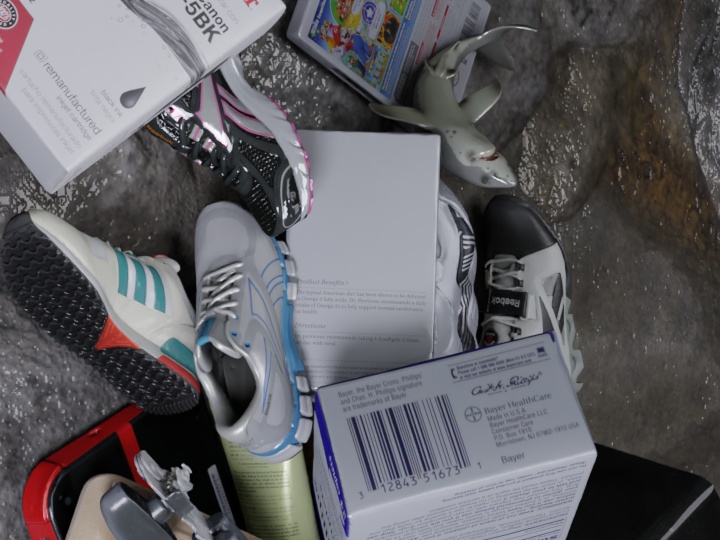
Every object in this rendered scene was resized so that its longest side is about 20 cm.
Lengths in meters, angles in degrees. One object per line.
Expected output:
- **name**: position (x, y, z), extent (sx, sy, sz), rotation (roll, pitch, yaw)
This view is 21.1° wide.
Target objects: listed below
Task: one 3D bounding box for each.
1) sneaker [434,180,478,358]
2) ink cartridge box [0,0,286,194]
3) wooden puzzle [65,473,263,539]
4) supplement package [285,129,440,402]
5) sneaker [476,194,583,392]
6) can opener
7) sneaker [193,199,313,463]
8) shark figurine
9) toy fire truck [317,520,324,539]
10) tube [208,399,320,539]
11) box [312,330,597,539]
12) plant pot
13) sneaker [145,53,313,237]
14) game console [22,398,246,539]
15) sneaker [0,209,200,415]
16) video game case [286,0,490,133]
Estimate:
- **sneaker**: position (0.038, 0.023, 1.596), extent (0.115, 0.075, 0.201), rotation (-19, 107, -45)
- **ink cartridge box**: position (-0.174, -0.173, 1.326), extent (0.200, 0.083, 0.147), rotation (-40, 95, -19)
- **wooden puzzle**: position (-0.148, 0.263, 1.399), extent (0.200, 0.046, 0.186), rotation (29, 70, -36)
- **supplement package**: position (0.000, 0.000, 1.493), extent (0.116, 0.117, 0.201), rotation (2, 82, 0)
- **sneaker**: position (0.138, 0.035, 1.694), extent (0.088, 0.074, 0.201), rotation (-30, 110, -41)
- **can opener**: position (-0.107, 0.205, 1.383), extent (0.066, 0.053, 0.200), rotation (-40, 116, 4)
- **sneaker**: position (-0.090, 0.037, 1.400), extent (0.087, 0.075, 0.201), rotation (20, 51, -58)
- **shark figurine**: position (0.073, -0.133, 1.621), extent (0.215, 0.127, 0.090), rotation (-78, 177, -47)
- **toy fire truck**: position (0.071, 0.230, 1.555), extent (0.200, 0.167, 0.113), rotation (-44, 129, -34)
- **tube**: position (-0.061, 0.190, 1.491), extent (0.058, 0.052, 0.201), rotation (-17, 106, -12)
- **box**: position (0.062, 0.149, 1.422), extent (0.183, 0.200, 0.105), rotation (-13, 63, -9)
- **plant pot**: position (0.221, 0.292, 1.704), extent (0.177, 0.200, 0.200), rotation (-41, 118, -23)
- **sneaker**: position (-0.113, -0.107, 1.415), extent (0.086, 0.080, 0.201), rotation (-26, 78, -27)
- **game console**: position (-0.159, 0.204, 1.446), extent (0.177, 0.031, 0.201), rotation (-35, 114, -45)
- **sneaker**: position (-0.180, 0.013, 1.406), extent (0.200, 0.070, 0.094), rotation (47, 39, -28)
- **video game case**: position (0.027, -0.209, 1.618), extent (0.200, 0.018, 0.144), rotation (34, 68, -42)
